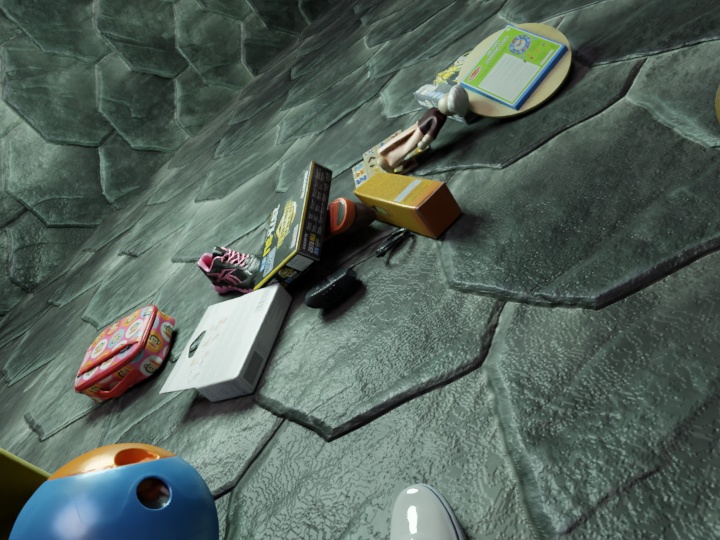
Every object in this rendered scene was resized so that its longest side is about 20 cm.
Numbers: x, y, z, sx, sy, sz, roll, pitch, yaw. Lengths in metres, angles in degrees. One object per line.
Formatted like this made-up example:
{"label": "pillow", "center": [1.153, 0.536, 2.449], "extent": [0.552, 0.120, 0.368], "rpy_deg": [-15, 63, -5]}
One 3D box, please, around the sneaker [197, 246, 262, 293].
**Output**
{"label": "sneaker", "center": [-0.247, -0.009, 1.067], "extent": [0.200, 0.095, 0.079], "rpy_deg": [-9, 39, 39]}

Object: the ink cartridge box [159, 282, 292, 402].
{"label": "ink cartridge box", "center": [-0.218, 0.122, 0.904], "extent": [0.176, 0.045, 0.200], "rpy_deg": [-18, 35, 31]}

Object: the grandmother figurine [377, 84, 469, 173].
{"label": "grandmother figurine", "center": [0.115, -0.258, 0.998], "extent": [0.200, 0.061, 0.121], "rpy_deg": [-39, 36, 27]}

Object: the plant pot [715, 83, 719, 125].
{"label": "plant pot", "center": [0.383, -0.074, 0.405], "extent": [0.186, 0.186, 0.200], "rpy_deg": [-12, 53, 39]}

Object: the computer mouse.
{"label": "computer mouse", "center": [0.000, 0.000, 0.854], "extent": [0.200, 0.034, 0.059], "rpy_deg": [-35, 13, -3]}

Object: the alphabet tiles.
{"label": "alphabet tiles", "center": [0.057, -0.227, 1.115], "extent": [0.166, 0.006, 0.200], "rpy_deg": [-31, 31, 13]}

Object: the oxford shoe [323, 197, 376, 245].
{"label": "oxford shoe", "center": [-0.044, -0.077, 0.983], "extent": [0.200, 0.072, 0.071], "rpy_deg": [-10, 77, 59]}

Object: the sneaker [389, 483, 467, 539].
{"label": "sneaker", "center": [0.045, 0.249, 0.417], "extent": [0.073, 0.071, 0.200], "rpy_deg": [-28, 32, 19]}

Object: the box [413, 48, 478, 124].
{"label": "box", "center": [0.217, -0.376, 1.099], "extent": [0.161, 0.049, 0.200], "rpy_deg": [-41, 32, 1]}

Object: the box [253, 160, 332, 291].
{"label": "box", "center": [-0.118, -0.071, 0.966], "extent": [0.160, 0.049, 0.200], "rpy_deg": [-39, 37, 47]}

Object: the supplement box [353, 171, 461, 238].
{"label": "supplement box", "center": [0.070, -0.112, 0.885], "extent": [0.069, 0.067, 0.200], "rpy_deg": [-46, 31, -12]}

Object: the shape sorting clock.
{"label": "shape sorting clock", "center": [0.270, -0.355, 0.970], "extent": [0.200, 0.039, 0.200], "rpy_deg": [-10, 66, 23]}

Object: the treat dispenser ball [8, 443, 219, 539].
{"label": "treat dispenser ball", "center": [-0.249, 0.284, 0.564], "extent": [0.201, 0.201, 0.201], "rpy_deg": [-28, 32, 19]}

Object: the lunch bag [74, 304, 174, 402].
{"label": "lunch bag", "center": [-0.468, 0.175, 1.081], "extent": [0.200, 0.082, 0.176], "rpy_deg": [-29, 35, 19]}

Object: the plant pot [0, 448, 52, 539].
{"label": "plant pot", "center": [-0.639, 0.404, 0.851], "extent": [0.200, 0.194, 0.196], "rpy_deg": [-30, 31, 26]}
